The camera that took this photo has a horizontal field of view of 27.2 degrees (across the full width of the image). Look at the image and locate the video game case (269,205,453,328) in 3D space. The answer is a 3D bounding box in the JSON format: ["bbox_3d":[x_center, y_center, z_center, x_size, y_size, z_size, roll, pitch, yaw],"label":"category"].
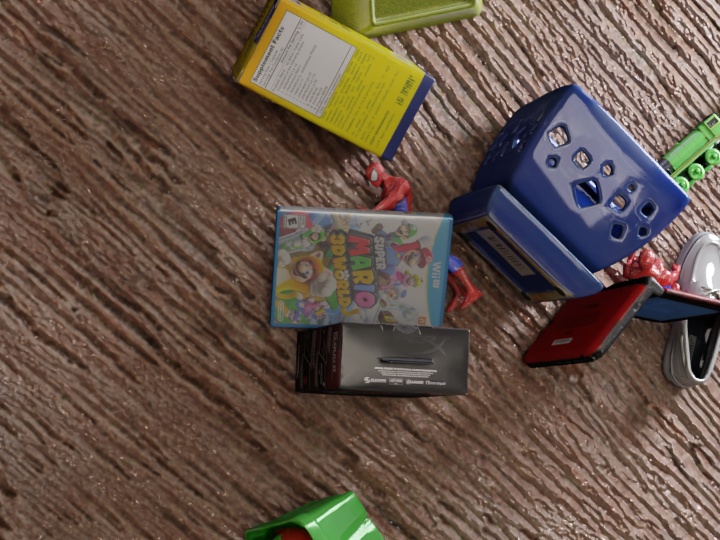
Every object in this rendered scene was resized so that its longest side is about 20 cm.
[{"bbox_3d":[0.000,0.000,1.696,0.199,0.018,0.144,2,110,-6],"label":"video game case"}]

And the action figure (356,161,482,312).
[{"bbox_3d":[0.048,-0.029,1.740,0.099,0.065,0.200,-34,96,-22],"label":"action figure"}]

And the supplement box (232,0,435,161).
[{"bbox_3d":[-0.033,-0.224,1.696,0.200,0.110,0.109,27,100,-14],"label":"supplement box"}]

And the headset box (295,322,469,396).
[{"bbox_3d":[0.024,0.101,1.648,0.148,0.200,0.075,4,83,-18],"label":"headset box"}]

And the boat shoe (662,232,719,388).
[{"bbox_3d":[0.430,0.048,1.855,0.073,0.065,0.201,10,82,-16],"label":"boat shoe"}]

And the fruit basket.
[{"bbox_3d":[-0.060,0.369,1.633,0.215,0.155,0.216,11,70,-30],"label":"fruit basket"}]

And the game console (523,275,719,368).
[{"bbox_3d":[0.313,0.076,1.743,0.119,0.200,0.172,43,74,-8],"label":"game console"}]

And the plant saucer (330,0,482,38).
[{"bbox_3d":[0.062,-0.368,1.737,0.199,0.048,0.200,-14,121,-18],"label":"plant saucer"}]

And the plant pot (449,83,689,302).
[{"bbox_3d":[0.228,-0.076,1.738,0.200,0.200,0.180,43,79,-8],"label":"plant pot"}]

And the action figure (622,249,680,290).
[{"bbox_3d":[0.345,0.006,1.763,0.065,0.200,0.052,14,84,17],"label":"action figure"}]

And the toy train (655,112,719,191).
[{"bbox_3d":[0.445,-0.164,1.896,0.200,0.042,0.056,-39,87,-17],"label":"toy train"}]
